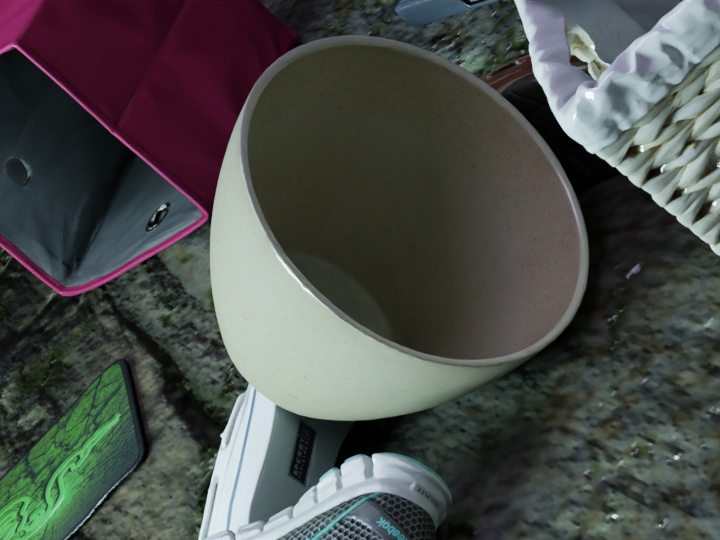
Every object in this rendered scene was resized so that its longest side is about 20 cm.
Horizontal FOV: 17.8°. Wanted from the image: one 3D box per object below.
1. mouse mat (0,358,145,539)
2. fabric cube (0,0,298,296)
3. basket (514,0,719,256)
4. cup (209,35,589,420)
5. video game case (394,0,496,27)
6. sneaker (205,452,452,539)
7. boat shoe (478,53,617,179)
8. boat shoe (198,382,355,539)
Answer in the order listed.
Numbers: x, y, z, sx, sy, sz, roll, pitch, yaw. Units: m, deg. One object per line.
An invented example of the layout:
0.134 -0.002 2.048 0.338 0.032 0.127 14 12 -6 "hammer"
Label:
-0.219 0.158 1.552 0.200 0.008 0.161 -47 24 9 "mouse mat"
-0.202 -0.137 1.723 0.196 0.200 0.200 -26 31 43 "fabric cube"
0.194 -0.123 1.055 0.200 0.161 0.199 -41 25 17 "basket"
0.000 0.000 1.209 0.143 0.200 0.201 -52 15 46 "cup"
0.107 -0.191 1.095 0.200 0.019 0.143 -10 44 59 "video game case"
-0.040 0.171 1.139 0.200 0.077 0.091 -38 30 28 "sneaker"
0.101 -0.093 1.283 0.200 0.076 0.074 -17 36 50 "boat shoe"
-0.049 0.092 1.268 0.065 0.074 0.201 -25 32 39 "boat shoe"
